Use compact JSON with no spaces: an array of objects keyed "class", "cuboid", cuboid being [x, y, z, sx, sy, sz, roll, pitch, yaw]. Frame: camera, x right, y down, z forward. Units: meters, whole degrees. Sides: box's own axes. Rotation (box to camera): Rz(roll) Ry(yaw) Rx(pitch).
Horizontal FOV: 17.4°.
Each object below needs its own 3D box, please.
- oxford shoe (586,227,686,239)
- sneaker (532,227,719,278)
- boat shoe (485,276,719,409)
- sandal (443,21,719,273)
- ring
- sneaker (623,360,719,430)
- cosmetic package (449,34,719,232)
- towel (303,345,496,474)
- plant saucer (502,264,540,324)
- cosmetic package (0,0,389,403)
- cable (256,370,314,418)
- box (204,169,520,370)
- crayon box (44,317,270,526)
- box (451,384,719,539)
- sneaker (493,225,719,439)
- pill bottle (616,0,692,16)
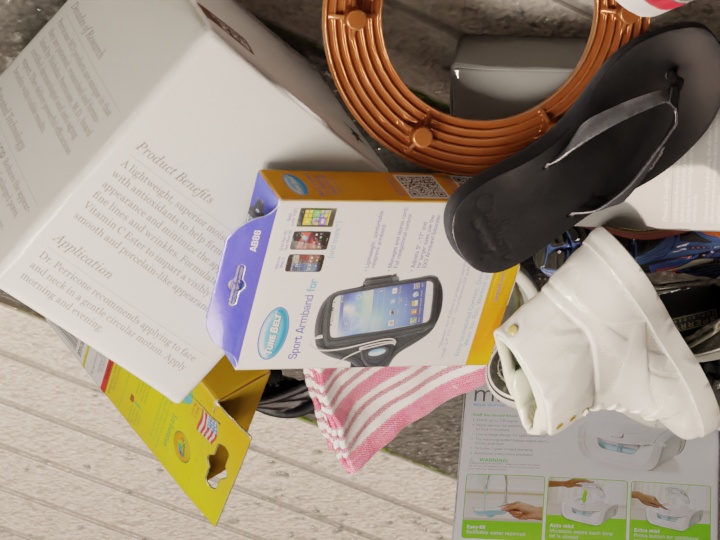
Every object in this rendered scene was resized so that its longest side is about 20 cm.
[{"class":"oxford shoe","cuboid":[0.166,-0.067,1.537,0.199,0.071,0.075,-6,137,15]},{"class":"sneaker","cuboid":[0.212,-0.021,1.592,0.199,0.076,0.078,-9,146,23]},{"class":"boat shoe","cuboid":[0.170,0.043,1.601,0.199,0.071,0.064,-19,160,21]},{"class":"sandal","cuboid":[0.141,-0.066,1.380,0.200,0.043,0.076,-41,115,-3]},{"class":"ring","cuboid":[0.076,-0.150,1.375,0.199,0.019,0.202,-3,108,-10]},{"class":"sneaker","cuboid":[0.265,0.072,1.721,0.199,0.071,0.099,16,142,-23]},{"class":"cosmetic package","cuboid":[0.154,-0.086,1.466,0.199,0.090,0.108,5,110,8]},{"class":"towel","cuboid":[0.029,0.045,1.595,0.146,0.030,0.200,-32,145,-13]},{"class":"plant saucer","cuboid":[0.035,0.013,1.685,0.199,0.050,0.201,4,144,3]},{"class":"cosmetic package","cuboid":[-0.124,-0.066,1.434,0.200,0.165,0.165,-46,127,9]},{"class":"cable","cuboid":[-0.050,0.044,1.652,0.162,0.051,0.200,5,153,6]},{"class":"box","cuboid":[0.000,0.000,1.405,0.199,0.042,0.120,1,121,-26]},{"class":"crayon box","cuboid":[-0.132,0.063,1.604,0.051,0.200,0.127,-29,159,-31]},{"class":"box","cuboid":[0.172,0.179,1.786,0.199,0.177,0.097,1,144,7]},{"class":"sneaker","cuboid":[0.150,0.069,1.490,0.115,0.074,0.200,-41,133,-3]},{"class":"pill bottle","cuboid":[0.220,-0.223,1.274,0.199,0.111,0.111,-21,136,33]}]
